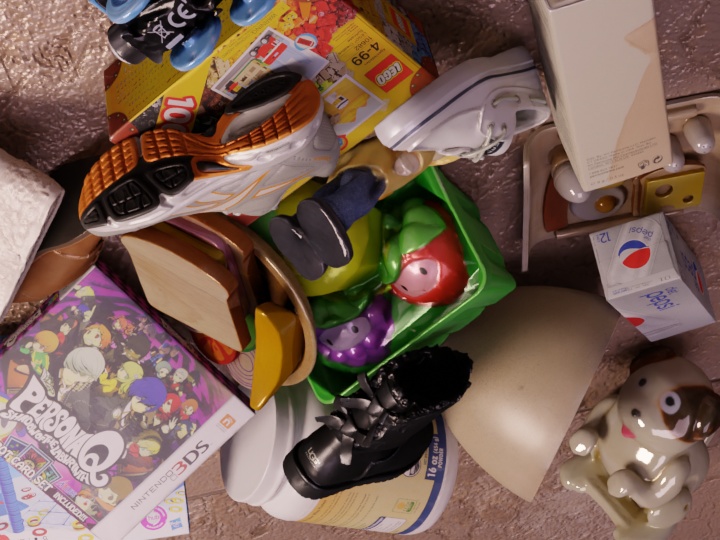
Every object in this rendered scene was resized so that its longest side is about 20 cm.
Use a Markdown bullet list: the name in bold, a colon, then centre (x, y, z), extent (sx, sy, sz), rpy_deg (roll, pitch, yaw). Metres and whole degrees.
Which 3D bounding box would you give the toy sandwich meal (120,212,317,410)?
- **toy sandwich meal**: centre (-0.120, 0.029, 1.193), extent (0.070, 0.205, 0.206), rpy_deg (-44, 154, -33)

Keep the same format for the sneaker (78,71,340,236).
- **sneaker**: centre (-0.104, -0.061, 1.046), extent (0.199, 0.076, 0.092), rpy_deg (-21, 143, 12)

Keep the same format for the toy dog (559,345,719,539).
- **toy dog**: centre (0.312, 0.175, 1.507), extent (0.193, 0.140, 0.200), rpy_deg (-19, 142, -14)

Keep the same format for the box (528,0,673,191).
- **box**: centre (0.180, -0.165, 1.106), extent (0.077, 0.095, 0.200), rpy_deg (-17, 141, 4)

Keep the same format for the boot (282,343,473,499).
- **boot**: centre (0.036, 0.120, 1.255), extent (0.198, 0.074, 0.162), rpy_deg (-15, 156, -51)

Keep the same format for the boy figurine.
- **boy figurine**: centre (0.013, -0.071, 1.121), extent (0.124, 0.200, 0.065), rpy_deg (-27, 100, 47)

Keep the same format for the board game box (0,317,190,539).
- **board game box**: centre (-0.262, 0.153, 1.315), extent (0.199, 0.056, 0.197), rpy_deg (-7, 110, -8)

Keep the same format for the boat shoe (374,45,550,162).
- **boat shoe**: centre (0.088, -0.116, 1.072), extent (0.073, 0.067, 0.200), rpy_deg (-36, 177, 42)

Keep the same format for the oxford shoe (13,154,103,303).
- **oxford shoe**: centre (-0.232, -0.032, 1.173), extent (0.200, 0.072, 0.071), rpy_deg (-29, 143, 35)

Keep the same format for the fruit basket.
- **fruit basket**: centre (0.000, 0.000, 1.222), extent (0.215, 0.156, 0.216), rpy_deg (-20, 155, -10)

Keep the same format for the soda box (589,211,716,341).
- **soda box**: centre (0.264, 0.009, 1.299), extent (0.068, 0.064, 0.200), rpy_deg (-18, 162, 17)

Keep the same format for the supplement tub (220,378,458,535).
- **supplement tub**: centre (-0.021, 0.174, 1.404), extent (0.199, 0.145, 0.145), rpy_deg (12, 134, -28)

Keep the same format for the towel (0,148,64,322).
- **towel**: centre (-0.319, -0.028, 1.130), extent (0.132, 0.035, 0.200), rpy_deg (32, 128, -3)

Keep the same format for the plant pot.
- **plant pot**: centre (0.140, 0.094, 1.347), extent (0.134, 0.201, 0.201), rpy_deg (25, 137, 9)

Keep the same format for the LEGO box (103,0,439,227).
- **LEGO box**: centre (-0.068, -0.143, 1.075), extent (0.200, 0.077, 0.149), rpy_deg (-35, 135, 24)

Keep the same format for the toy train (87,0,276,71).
- **toy train**: centre (-0.092, -0.218, 0.953), extent (0.200, 0.115, 0.087), rpy_deg (-35, 132, 24)

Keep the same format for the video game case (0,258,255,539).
- **video game case**: centre (-0.223, 0.117, 1.259), extent (0.181, 0.036, 0.200), rpy_deg (-43, 111, 4)

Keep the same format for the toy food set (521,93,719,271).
- **toy food set**: centre (0.234, -0.068, 1.257), extent (0.199, 0.061, 0.144), rpy_deg (-11, 140, -3)
